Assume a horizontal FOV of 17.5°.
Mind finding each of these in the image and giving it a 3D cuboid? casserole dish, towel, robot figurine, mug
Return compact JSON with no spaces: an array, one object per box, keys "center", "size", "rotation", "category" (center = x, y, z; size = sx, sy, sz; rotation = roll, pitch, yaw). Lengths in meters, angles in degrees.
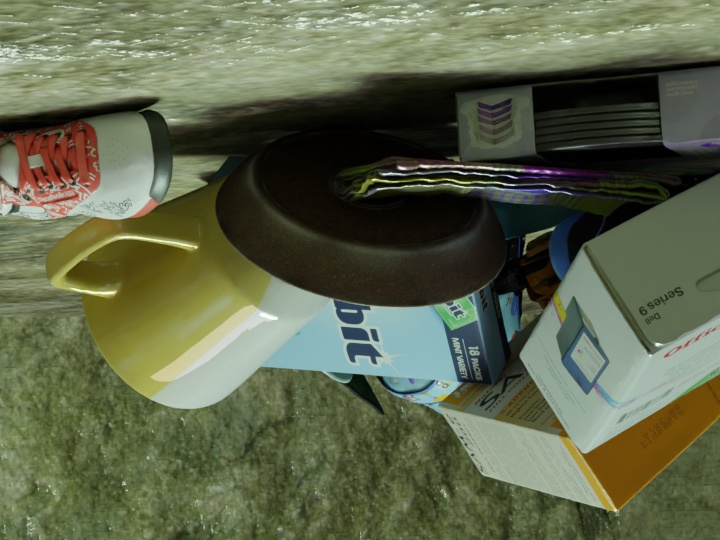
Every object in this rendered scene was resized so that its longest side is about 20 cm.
[{"center":[0.156,-0.060,1.812],"size":[0.121,0.039,0.200],"rotation":[-22,-178,-22],"category":"casserole dish"},{"center":[0.088,-0.052,1.493],"size":[0.199,0.023,0.144],"rotation":[3,177,-13],"category":"towel"},{"center":[0.176,-0.013,1.772],"size":[0.145,0.058,0.200],"rotation":[-26,-178,15],"category":"robot figurine"},{"center":[-0.105,0.009,1.641],"size":[0.153,0.150,0.186],"rotation":[-31,178,43],"category":"mug"}]

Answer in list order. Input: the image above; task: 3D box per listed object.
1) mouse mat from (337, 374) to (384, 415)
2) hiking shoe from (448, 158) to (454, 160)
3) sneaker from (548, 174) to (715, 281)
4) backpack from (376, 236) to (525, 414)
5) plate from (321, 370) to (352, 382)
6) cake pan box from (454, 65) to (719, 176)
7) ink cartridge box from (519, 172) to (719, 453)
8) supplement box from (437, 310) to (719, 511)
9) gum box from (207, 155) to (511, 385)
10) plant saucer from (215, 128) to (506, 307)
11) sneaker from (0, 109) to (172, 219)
[{"center":[-0.050,0.033,1.982],"size":[0.008,0.161,0.200],"rotation":[-35,147,7],"category":"mouse mat"},{"center":[0.015,-0.049,1.822],"size":[0.200,0.087,0.074],"rotation":[-31,177,26],"category":"hiking shoe"},{"center":[0.220,-0.047,1.646],"size":[0.078,0.070,0.200],"rotation":[-11,-159,49],"category":"sneaker"},{"center":[0.057,0.026,2.010],"size":[0.134,0.201,0.182],"rotation":[0,176,-33],"category":"backpack"},{"center":[-0.060,0.005,1.926],"size":[0.026,0.200,0.200],"rotation":[-36,168,11],"category":"plate"},{"center":[0.171,-0.091,1.511],"size":[0.183,0.053,0.200],"rotation":[-6,175,15],"category":"cake pan box"},{"center":[0.201,0.023,1.518],"size":[0.145,0.088,0.200],"rotation":[-28,166,-17],"category":"ink cartridge box"},{"center":[0.160,0.097,1.704],"size":[0.126,0.074,0.200],"rotation":[-40,-162,-18],"category":"supplement box"},{"center":[0.000,0.000,1.736],"size":[0.199,0.170,0.045],"rotation":[4,-144,25],"category":"gum box"},{"center":[0.004,-0.043,1.566],"size":[0.199,0.035,0.200],"rotation":[9,-148,-6],"category":"plant saucer"},{"center":[-0.206,-0.064,1.515],"size":[0.108,0.068,0.201],"rotation":[-3,179,-31],"category":"sneaker"}]
